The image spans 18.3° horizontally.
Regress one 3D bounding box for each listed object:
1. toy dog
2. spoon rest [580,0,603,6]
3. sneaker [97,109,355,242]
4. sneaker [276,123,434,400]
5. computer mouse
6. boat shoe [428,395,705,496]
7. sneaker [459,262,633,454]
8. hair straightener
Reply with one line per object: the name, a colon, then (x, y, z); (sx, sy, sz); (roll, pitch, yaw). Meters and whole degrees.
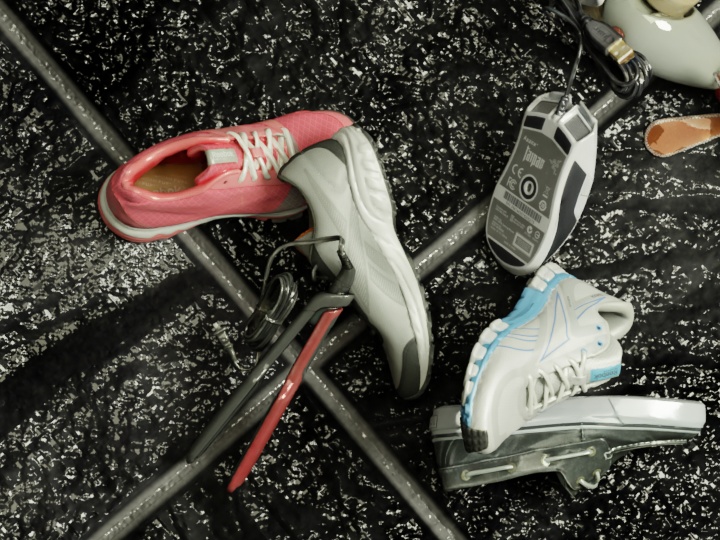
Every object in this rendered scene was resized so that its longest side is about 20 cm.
toy dog: (0.240, -0.144, 1.652); (0.200, 0.132, 0.096); (36, 53, 11)
spoon rest: (0.111, -0.251, 1.677); (0.200, 0.061, 0.100); (33, 79, 25)
sneaker: (-0.090, -0.070, 1.606); (0.199, 0.087, 0.074); (-17, 80, -11)
sneaker: (0.000, 0.000, 1.600); (0.079, 0.074, 0.201); (-21, 94, -5)
computer mouse: (0.147, -0.091, 1.624); (0.044, 0.110, 0.201); (0, 119, -41)
boat shoe: (0.150, 0.127, 1.607); (0.199, 0.072, 0.071); (-4, 86, 3)
sneaker: (0.135, 0.064, 1.559); (0.086, 0.075, 0.200); (16, 39, 22)
hair straightener: (-0.071, 0.055, 1.567); (0.077, 0.041, 0.201); (32, 104, 3)
